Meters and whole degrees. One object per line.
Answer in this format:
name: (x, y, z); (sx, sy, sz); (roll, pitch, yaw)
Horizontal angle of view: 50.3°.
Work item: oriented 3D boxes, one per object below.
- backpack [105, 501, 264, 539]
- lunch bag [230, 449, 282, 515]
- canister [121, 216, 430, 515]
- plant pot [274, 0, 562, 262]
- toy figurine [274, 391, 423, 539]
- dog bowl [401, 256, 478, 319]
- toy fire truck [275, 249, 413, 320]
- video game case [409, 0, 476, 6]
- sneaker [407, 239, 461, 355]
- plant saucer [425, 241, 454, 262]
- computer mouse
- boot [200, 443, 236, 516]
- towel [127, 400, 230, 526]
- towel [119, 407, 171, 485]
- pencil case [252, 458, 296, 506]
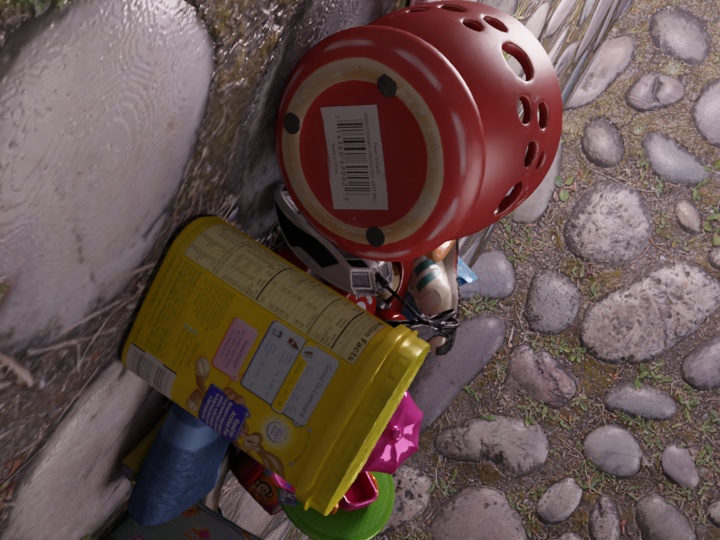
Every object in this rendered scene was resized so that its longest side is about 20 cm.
backpack: (-0.202, 0.347, 0.808); (0.200, 0.175, 0.154); (-50, 148, -31)
lunch bag: (-0.089, 0.232, 1.038); (0.176, 0.082, 0.200); (-44, -175, -16)
canister: (-0.069, 0.066, 0.587); (0.149, 0.199, 0.087); (-61, 168, 13)
plant pot: (0.047, -0.112, 0.628); (0.182, 0.200, 0.201); (-36, 154, -55)
toy figurine: (-0.007, 0.171, 0.843); (0.149, 0.201, 0.184); (-5, 144, -31)
dog bowl: (0.075, 0.030, 1.010); (0.111, 0.050, 0.200); (-33, 176, 39)
toy fire truck: (0.000, 0.000, 0.806); (0.168, 0.112, 0.200); (-60, 143, -10)
video game case: (0.108, -0.322, 0.777); (0.200, 0.024, 0.182); (-54, 167, -25)
sneaker: (0.070, 0.008, 0.911); (0.070, 0.093, 0.201); (86, 7, -60)
plant saucer: (0.099, -0.109, 0.827); (0.200, 0.037, 0.201); (20, 90, -75)
computer mouse: (-0.009, -0.002, 0.679); (0.109, 0.200, 0.044); (-16, 147, -50)
boot: (-0.185, 0.315, 0.968); (0.201, 0.097, 0.075); (-60, 168, 9)
towel: (-0.146, 0.143, 0.720); (0.201, 0.048, 0.112); (-63, 167, 17)
towel: (-0.170, 0.143, 0.794); (0.200, 0.023, 0.144); (-54, 166, -23)
pencil case: (-0.078, 0.166, 0.771); (0.089, 0.088, 0.200); (-57, -159, -9)
